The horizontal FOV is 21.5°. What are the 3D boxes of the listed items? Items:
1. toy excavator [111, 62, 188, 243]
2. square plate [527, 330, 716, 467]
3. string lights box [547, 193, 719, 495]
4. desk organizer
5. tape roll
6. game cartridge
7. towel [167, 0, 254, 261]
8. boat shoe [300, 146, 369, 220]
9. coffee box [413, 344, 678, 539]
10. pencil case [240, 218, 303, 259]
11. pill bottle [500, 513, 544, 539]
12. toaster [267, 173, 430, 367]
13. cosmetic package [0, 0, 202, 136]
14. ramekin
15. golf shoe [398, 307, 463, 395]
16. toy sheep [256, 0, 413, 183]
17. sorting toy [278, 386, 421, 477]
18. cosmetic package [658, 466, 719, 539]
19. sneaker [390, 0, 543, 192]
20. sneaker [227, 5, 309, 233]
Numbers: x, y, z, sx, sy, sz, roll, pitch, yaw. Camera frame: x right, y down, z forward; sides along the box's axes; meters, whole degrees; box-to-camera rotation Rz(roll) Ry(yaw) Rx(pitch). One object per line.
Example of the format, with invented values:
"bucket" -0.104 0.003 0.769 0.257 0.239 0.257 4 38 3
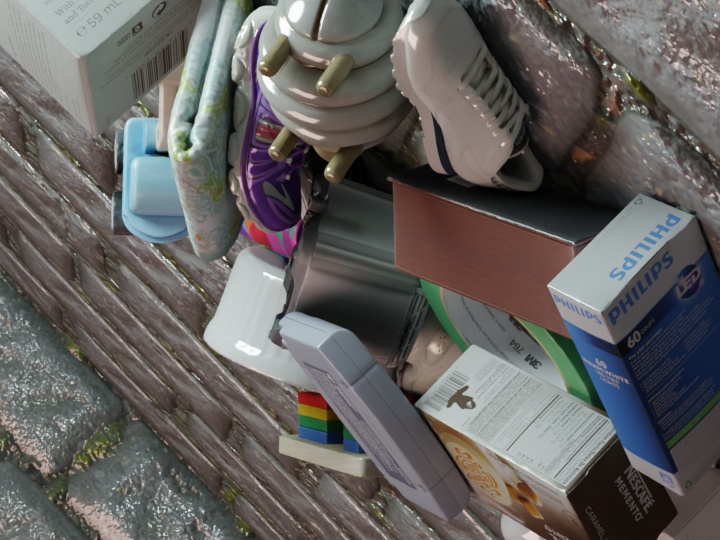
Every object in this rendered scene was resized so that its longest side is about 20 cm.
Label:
"toy excavator" -0.201 -0.126 1.952 0.200 0.099 0.197 -172 83 -79
"square plate" 0.197 0.068 1.575 0.199 0.028 0.199 32 158 42
"string lights box" 0.218 0.056 1.364 0.059 0.103 0.201 28 154 48
"desk organizer" 0.112 -0.020 1.432 0.199 0.071 0.078 23 123 45
"tape roll" 0.134 0.048 1.555 0.200 0.048 0.201 42 162 17
"game cartridge" 0.014 0.123 1.617 0.201 0.041 0.133 54 170 -19
"towel" -0.125 -0.134 1.658 0.048 0.202 0.172 5 151 10
"boat shoe" -0.026 -0.082 1.723 0.056 0.069 0.201 26 151 49
"coffee box" 0.148 0.153 1.535 0.199 0.080 0.115 27 156 50
"pencil case" -0.085 -0.063 1.885 0.199 0.088 0.089 26 154 48
"pill bottle" 0.208 0.256 1.827 0.200 0.112 0.112 50 163 -11
"toaster" 0.000 0.000 1.682 0.128 0.114 0.201 15 140 -4
"cosmetic package" -0.248 -0.265 1.679 0.200 0.167 0.167 43 164 12
"ramekin" -0.046 0.048 1.864 0.198 0.099 0.201 17 -171 -3
"golf shoe" 0.087 0.090 1.827 0.091 0.076 0.200 26 168 9
"toy sheep" -0.018 -0.157 1.423 0.138 0.138 0.201 39 151 25
"sorting toy" 0.045 0.158 1.921 0.200 0.197 0.070 3 93 64
"cosmetic package" 0.254 0.210 1.658 0.199 0.085 0.108 22 148 57
"sneaker" 0.081 -0.128 1.362 0.080 0.077 0.200 28 163 31
"sneaker" -0.064 -0.121 1.608 0.083 0.081 0.202 13 121 23
